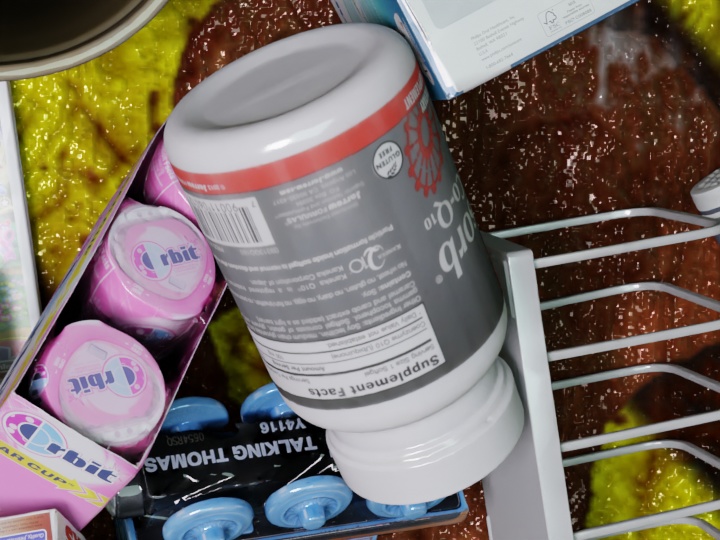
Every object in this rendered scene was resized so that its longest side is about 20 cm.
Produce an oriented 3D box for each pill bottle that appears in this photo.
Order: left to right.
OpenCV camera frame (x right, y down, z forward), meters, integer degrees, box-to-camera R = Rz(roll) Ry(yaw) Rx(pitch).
[{"bbox_3d":[0.000,0.000,0.682,0.116,0.116,0.200,-25,117,-4],"label":"pill bottle"}]

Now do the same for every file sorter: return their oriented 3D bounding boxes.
[{"bbox_3d":[0.131,0.070,0.799,0.124,0.139,0.200,-11,98,-9],"label":"file sorter"}]

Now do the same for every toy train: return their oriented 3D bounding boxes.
[{"bbox_3d":[-0.039,0.114,0.795,0.200,0.114,0.087,-6,56,-17],"label":"toy train"}]

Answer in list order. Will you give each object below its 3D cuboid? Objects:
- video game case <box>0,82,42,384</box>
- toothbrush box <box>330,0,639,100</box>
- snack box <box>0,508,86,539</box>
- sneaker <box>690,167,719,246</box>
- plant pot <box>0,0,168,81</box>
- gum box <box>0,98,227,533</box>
[{"bbox_3d":[-0.249,-0.029,0.794,0.143,0.018,0.200,-7,98,-6],"label":"video game case"},{"bbox_3d":[0.069,-0.150,0.731,0.146,0.200,0.085,-28,98,-3],"label":"toothbrush box"},{"bbox_3d":[-0.149,0.167,0.739,0.072,0.200,0.024,-11,59,5],"label":"snack box"},{"bbox_3d":[0.289,-0.060,0.835,0.200,0.078,0.079,-30,95,8],"label":"sneaker"},{"bbox_3d":[-0.168,-0.188,0.707,0.200,0.174,0.200,-1,97,-7],"label":"plant pot"},{"bbox_3d":[-0.114,0.022,0.726,0.066,0.114,0.200,32,50,-11],"label":"gum box"}]
